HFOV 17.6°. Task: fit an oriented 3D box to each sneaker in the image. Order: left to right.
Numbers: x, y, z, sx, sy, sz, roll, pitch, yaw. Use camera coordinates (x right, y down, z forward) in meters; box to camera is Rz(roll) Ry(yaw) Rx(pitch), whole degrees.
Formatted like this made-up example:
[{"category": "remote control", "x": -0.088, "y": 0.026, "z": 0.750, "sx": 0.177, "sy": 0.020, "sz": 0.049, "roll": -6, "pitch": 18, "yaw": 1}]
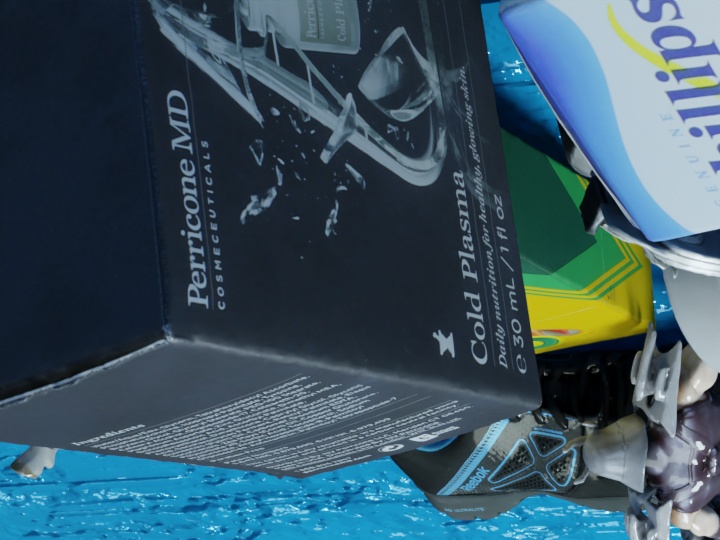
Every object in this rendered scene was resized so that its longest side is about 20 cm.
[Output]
[{"category": "sneaker", "x": 0.093, "y": 0.073, "z": 1.108, "sx": 0.199, "sy": 0.074, "sz": 0.082, "roll": -17, "pitch": 139, "yaw": 33}]

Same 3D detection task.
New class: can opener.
[{"category": "can opener", "x": 0.100, "y": -0.057, "z": 0.801, "sx": 0.052, "sy": 0.200, "sz": 0.067, "roll": 17, "pitch": 114, "yaw": -12}]

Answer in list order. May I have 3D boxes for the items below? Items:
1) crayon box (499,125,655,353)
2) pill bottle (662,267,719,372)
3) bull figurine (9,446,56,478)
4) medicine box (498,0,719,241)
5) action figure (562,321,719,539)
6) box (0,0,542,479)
[{"category": "crayon box", "x": 0.000, "y": 0.000, "z": 0.983, "sx": 0.199, "sy": 0.059, "sz": 0.172, "roll": -11, "pitch": 160, "yaw": 28}, {"category": "pill bottle", "x": 0.208, "y": -0.019, "z": 0.799, "sx": 0.199, "sy": 0.113, "sz": 0.112, "roll": -13, "pitch": 144, "yaw": 36}, {"category": "bull figurine", "x": -0.194, "y": 0.012, "z": 1.041, "sx": 0.199, "sy": 0.122, "sz": 0.065, "roll": 22, "pitch": -178, "yaw": -35}, {"category": "medicine box", "x": 0.157, "y": -0.124, "z": 0.654, "sx": 0.199, "sy": 0.183, "sz": 0.103, "roll": -14, "pitch": 133, "yaw": 30}, {"category": "action figure", "x": 0.180, "y": 0.066, "z": 1.021, "sx": 0.199, "sy": 0.069, "sz": 0.131, "roll": -8, "pitch": 125, "yaw": -17}, {"category": "box", "x": -0.052, "y": -0.045, "z": 0.774, "sx": 0.123, "sy": 0.201, "sz": 0.196, "roll": -19, "pitch": 161, "yaw": 35}]
